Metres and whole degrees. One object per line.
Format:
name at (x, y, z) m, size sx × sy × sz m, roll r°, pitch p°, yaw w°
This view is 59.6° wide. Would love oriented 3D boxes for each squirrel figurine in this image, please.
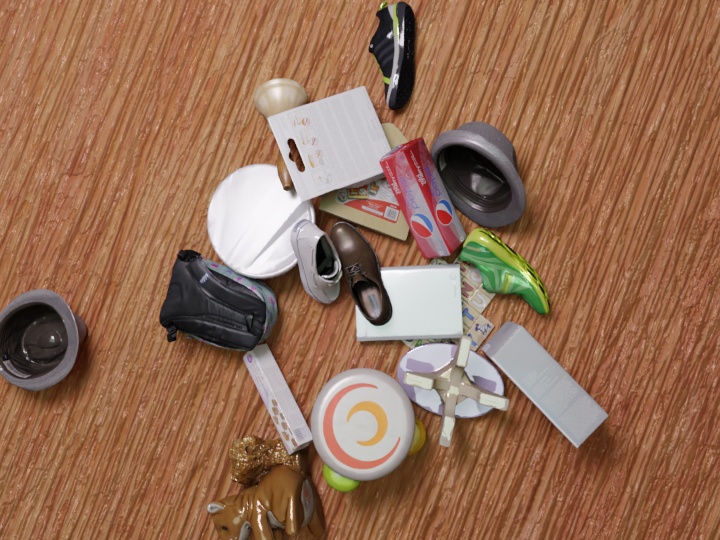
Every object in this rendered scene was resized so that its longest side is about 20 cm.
squirrel figurine at (-0.182, 0.403, 1.141) m, size 0.182 × 0.141 × 0.205 m, roll -15°, pitch 73°, yaw 14°

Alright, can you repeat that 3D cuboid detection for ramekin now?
ramekin at (-0.174, -0.083, 1.155) m, size 0.196 × 0.094 × 0.208 m, roll 0°, pitch 82°, yaw 3°

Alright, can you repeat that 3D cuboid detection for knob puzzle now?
knob puzzle at (0.029, -0.178, 1.179) m, size 0.213 × 0.030 × 0.226 m, roll 1°, pitch 82°, yaw -8°

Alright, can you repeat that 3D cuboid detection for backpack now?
backpack at (-0.248, 0.061, 1.146) m, size 0.195 × 0.127 × 0.171 m, roll 20°, pitch 105°, yaw 5°

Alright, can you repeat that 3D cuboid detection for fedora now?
fedora at (-0.592, 0.129, 1.188) m, size 0.197 × 0.090 × 0.180 m, roll -29°, pitch 84°, yaw 9°
fedora at (0.218, -0.183, 1.116) m, size 0.200 × 0.176 × 0.091 m, roll 43°, pitch 62°, yaw -11°

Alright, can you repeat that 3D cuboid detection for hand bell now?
hand bell at (-0.135, -0.230, 1.120) m, size 0.101 × 0.105 × 0.204 m, roll -11°, pitch 61°, yaw 4°

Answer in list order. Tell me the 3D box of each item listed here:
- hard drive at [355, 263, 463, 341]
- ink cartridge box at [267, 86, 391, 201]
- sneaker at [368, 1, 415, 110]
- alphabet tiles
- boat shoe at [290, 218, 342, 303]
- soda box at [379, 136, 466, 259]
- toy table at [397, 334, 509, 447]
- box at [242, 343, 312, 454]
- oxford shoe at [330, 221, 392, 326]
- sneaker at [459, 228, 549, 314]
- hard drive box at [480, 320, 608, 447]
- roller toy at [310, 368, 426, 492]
hard drive at (0.088, 0.060, 1.162) m, size 0.194 × 0.026 × 0.136 m, roll -3°, pitch 85°, yaw 8°
ink cartridge box at (-0.050, -0.220, 1.122) m, size 0.196 × 0.050 × 0.166 m, roll -22°, pitch 86°, yaw -17°
sneaker at (0.055, -0.401, 1.181) m, size 0.081 × 0.071 × 0.206 m, roll 4°, pitch 87°, yaw 29°
alphabet tiles at (0.166, 0.076, 1.172) m, size 0.166 × 0.008 × 0.201 m, roll 39°, pitch 92°, yaw 5°
boat shoe at (-0.066, -0.001, 1.102) m, size 0.065 × 0.202 × 0.074 m, roll 28°, pitch 67°, yaw 33°
soda box at (0.111, -0.125, 1.112) m, size 0.063 × 0.069 × 0.203 m, roll -40°, pitch 110°, yaw -36°
toy table at (0.161, 0.203, 1.107) m, size 0.194 × 0.117 × 0.189 m, roll 1°, pitch 90°, yaw 5°
box at (-0.151, 0.231, 1.143) m, size 0.039 × 0.041 × 0.202 m, roll -47°, pitch 65°, yaw 38°
oxford shoe at (0.000, 0.000, 1.125) m, size 0.072 × 0.084 × 0.203 m, roll -29°, pitch 80°, yaw 7°
sneaker at (0.262, 0.010, 1.140) m, size 0.199 × 0.074 × 0.084 m, roll 42°, pitch 115°, yaw -2°
hard drive box at (0.309, 0.187, 1.083) m, size 0.077 × 0.156 × 0.200 m, roll -44°, pitch 85°, yaw 3°
roller toy at (0.005, 0.266, 1.111) m, size 0.196 × 0.140 × 0.186 m, roll -24°, pitch 81°, yaw -6°
